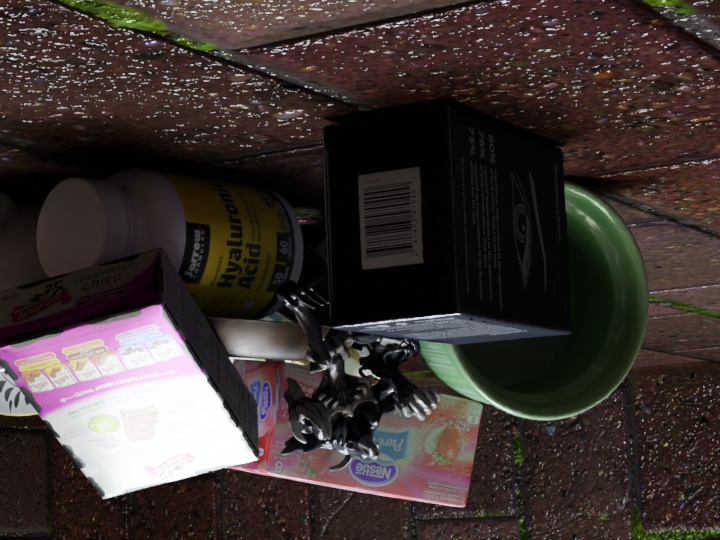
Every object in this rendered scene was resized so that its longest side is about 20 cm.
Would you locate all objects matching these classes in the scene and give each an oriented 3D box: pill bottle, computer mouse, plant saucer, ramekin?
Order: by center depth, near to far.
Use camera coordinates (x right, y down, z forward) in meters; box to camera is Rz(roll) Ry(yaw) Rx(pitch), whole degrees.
[{"bbox_3d":[-0.149,-0.021,1.387,0.111,0.112,0.200,-10,169,42],"label":"pill bottle"},{"bbox_3d":[-0.125,0.054,1.448,0.200,0.032,0.200,4,177,0],"label":"plant saucer"},{"bbox_3d":[0.135,0.024,1.504,0.200,0.200,0.098,2,178,-25],"label":"ramekin"},{"bbox_3d":[-0.042,0.026,1.524,0.053,0.200,0.139,-44,173,-18],"label":"computer mouse"}]

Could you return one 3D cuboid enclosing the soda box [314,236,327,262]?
[{"bbox_3d":[0.000,0.000,1.643,0.064,0.068,0.200,39,175,6],"label":"soda box"}]

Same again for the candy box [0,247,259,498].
[{"bbox_3d":[-0.173,0.081,1.338,0.136,0.061,0.200,-14,136,10],"label":"candy box"}]

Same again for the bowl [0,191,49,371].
[{"bbox_3d":[-0.305,-0.001,1.415,0.201,0.090,0.201,-14,-151,8],"label":"bowl"}]

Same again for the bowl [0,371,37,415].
[{"bbox_3d":[-0.280,0.022,1.556,0.200,0.201,0.094,-6,134,26],"label":"bowl"}]

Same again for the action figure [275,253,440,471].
[{"bbox_3d":[-0.010,0.090,1.368,0.119,0.200,0.102,-21,-145,-14],"label":"action figure"}]

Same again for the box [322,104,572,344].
[{"bbox_3d":[0.067,-0.026,1.287,0.104,0.148,0.200,-7,170,29],"label":"box"}]

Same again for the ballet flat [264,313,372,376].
[{"bbox_3d":[-0.032,0.082,1.706,0.200,0.076,0.064,29,-179,-41],"label":"ballet flat"}]

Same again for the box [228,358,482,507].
[{"bbox_3d":[-0.009,0.139,1.513,0.200,0.095,0.103,14,172,-30],"label":"box"}]

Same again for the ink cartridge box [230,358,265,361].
[{"bbox_3d":[-0.155,0.103,1.624,0.145,0.048,0.200,-34,130,-7],"label":"ink cartridge box"}]

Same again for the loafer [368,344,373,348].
[{"bbox_3d":[0.083,0.010,1.624,0.200,0.076,0.067,-28,-179,-11],"label":"loafer"}]
